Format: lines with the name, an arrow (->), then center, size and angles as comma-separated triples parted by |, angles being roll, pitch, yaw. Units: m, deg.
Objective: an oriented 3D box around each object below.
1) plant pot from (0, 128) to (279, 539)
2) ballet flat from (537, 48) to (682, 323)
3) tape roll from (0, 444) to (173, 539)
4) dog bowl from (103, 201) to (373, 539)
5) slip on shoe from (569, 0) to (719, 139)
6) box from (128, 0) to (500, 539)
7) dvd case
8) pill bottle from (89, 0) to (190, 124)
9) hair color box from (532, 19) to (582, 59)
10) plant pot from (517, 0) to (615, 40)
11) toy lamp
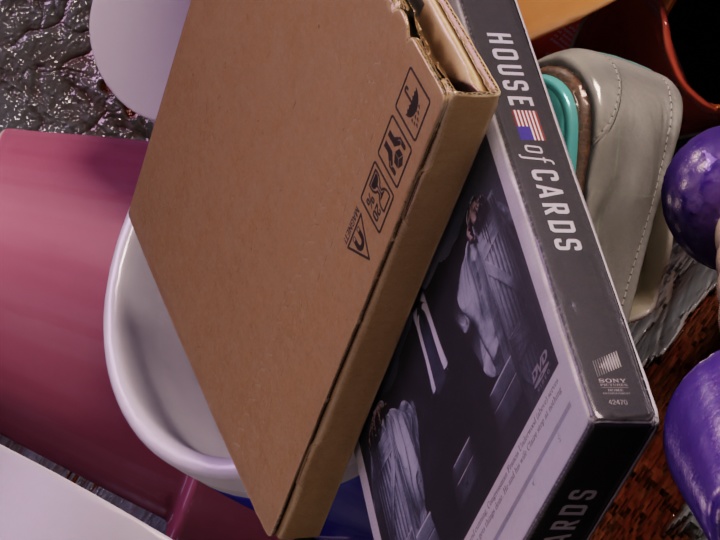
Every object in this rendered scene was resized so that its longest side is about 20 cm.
plant pot -> -0.097, 0.021, 1.073 | 0.200, 0.179, 0.200 | -163, 90, -85
ballet flat -> 0.069, 0.028, 0.769 | 0.067, 0.064, 0.200 | 23, 106, 53
tape roll -> -0.051, 0.123, 0.659 | 0.066, 0.200, 0.200 | -57, 11, -12
dog bowl -> 0.000, 0.000, 0.888 | 0.200, 0.079, 0.200 | -23, 51, 31
slip on shoe -> 0.125, -0.084, 0.828 | 0.061, 0.074, 0.200 | -34, 6, -25
box -> -0.024, -0.036, 0.769 | 0.164, 0.021, 0.200 | 63, 146, 38
dvd case -> 0.030, 0.015, 0.716 | 0.150, 0.025, 0.200 | 113, 152, -43
pill bottle -> -0.039, -0.114, 1.040 | 0.112, 0.112, 0.200 | -51, -12, 22
hair color box -> 0.102, -0.110, 1.042 | 0.200, 0.061, 0.102 | -47, 15, 34
plant pot -> 0.025, -0.173, 0.840 | 0.200, 0.140, 0.200 | -20, 24, 9
toy lamp -> 0.112, 0.018, 0.652 | 0.058, 0.058, 0.200 | -50, 13, 25
